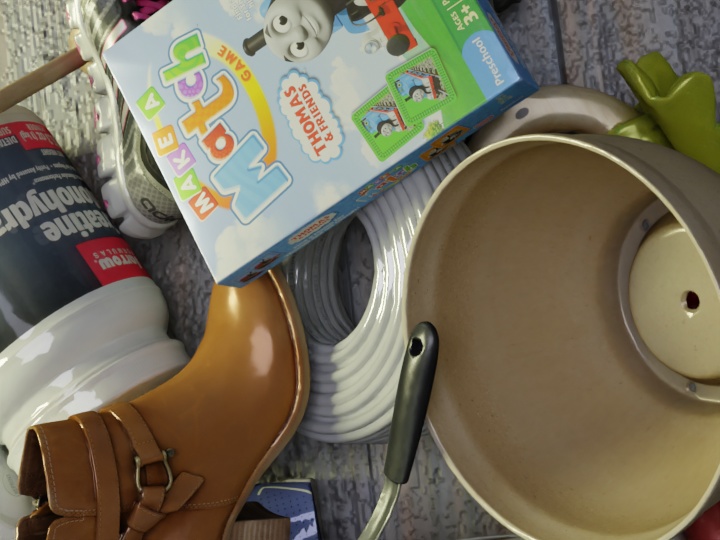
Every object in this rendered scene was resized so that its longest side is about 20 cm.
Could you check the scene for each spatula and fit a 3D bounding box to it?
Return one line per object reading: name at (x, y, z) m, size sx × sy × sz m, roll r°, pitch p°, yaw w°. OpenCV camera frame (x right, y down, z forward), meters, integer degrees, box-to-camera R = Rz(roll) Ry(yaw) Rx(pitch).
spatula at (0.009, 0.121, 0.817) m, size 0.056 × 0.020 × 0.202 m, roll 30°, pitch 108°, yaw 48°

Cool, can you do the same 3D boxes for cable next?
cable at (0.000, 0.000, 0.917) m, size 0.199 × 0.069 × 0.202 m, roll 4°, pitch 94°, yaw 48°

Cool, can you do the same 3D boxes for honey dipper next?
honey dipper at (-0.191, -0.113, 0.952) m, size 0.038 × 0.200 × 0.038 m, roll 13°, pitch 121°, yaw 23°

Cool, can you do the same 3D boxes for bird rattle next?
bird rattle at (0.133, -0.030, 0.923) m, size 0.161 × 0.113 × 0.202 m, roll 15°, pitch 100°, yaw 5°

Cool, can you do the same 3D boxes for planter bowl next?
planter bowl at (0.137, 0.026, 0.788) m, size 0.199 × 0.134 × 0.203 m, roll 14°, pitch 110°, yaw 44°

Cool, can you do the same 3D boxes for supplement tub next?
supplement tub at (-0.204, 0.014, 0.966) m, size 0.140 × 0.140 × 0.201 m, roll -38°, pitch 79°, yaw 7°

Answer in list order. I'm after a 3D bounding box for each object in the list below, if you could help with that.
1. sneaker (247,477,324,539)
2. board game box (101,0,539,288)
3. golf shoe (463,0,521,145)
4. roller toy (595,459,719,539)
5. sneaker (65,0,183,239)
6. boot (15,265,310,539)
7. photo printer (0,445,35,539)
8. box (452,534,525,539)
sneaker at (-0.120, 0.182, 0.948) m, size 0.197 × 0.115 × 0.081 m, roll -14°, pitch 84°, yaw 10°
board game box at (-0.026, -0.107, 0.855) m, size 0.199 × 0.037 × 0.152 m, roll -33°, pitch 75°, yaw 18°
golf shoe at (0.048, -0.128, 0.970) m, size 0.087 × 0.077 × 0.202 m, roll 5°, pitch 88°, yaw 38°
roller toy at (0.172, 0.188, 0.846) m, size 0.138 × 0.182 × 0.202 m, roll -17°, pitch 83°, yaw 5°
sneaker at (-0.117, -0.123, 0.955) m, size 0.087 × 0.073 × 0.202 m, roll -8°, pitch 90°, yaw 37°
boot at (-0.113, 0.084, 0.876) m, size 0.076 × 0.154 × 0.202 m, roll 8°, pitch 93°, yaw 56°
photo printer at (-0.299, 0.133, 1.001) m, size 0.166 × 0.069 × 0.201 m, roll -40°, pitch 79°, yaw 21°
box at (0.010, 0.215, 0.883) m, size 0.199 × 0.077 × 0.096 m, roll -26°, pitch 70°, yaw 42°
